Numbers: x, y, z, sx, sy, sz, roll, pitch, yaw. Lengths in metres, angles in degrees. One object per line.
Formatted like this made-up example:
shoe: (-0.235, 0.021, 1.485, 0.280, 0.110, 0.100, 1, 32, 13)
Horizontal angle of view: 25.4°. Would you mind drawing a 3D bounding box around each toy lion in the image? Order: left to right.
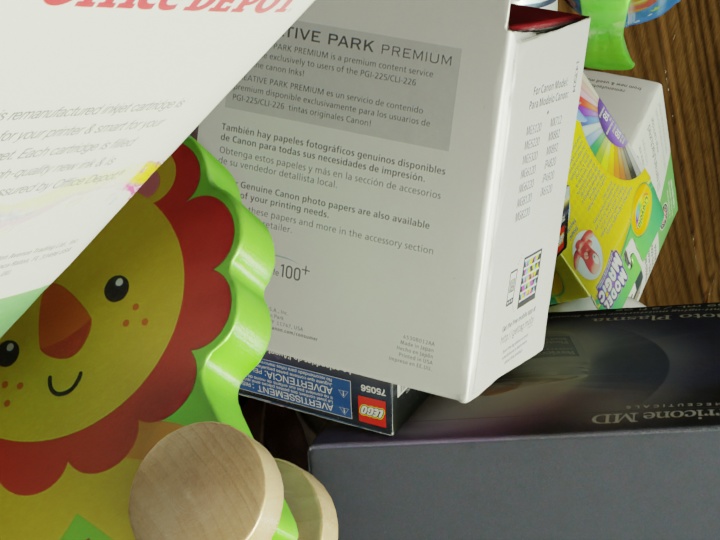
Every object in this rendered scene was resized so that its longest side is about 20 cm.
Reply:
toy lion: (-0.110, 0.050, 0.541, 0.200, 0.192, 0.069, -35, 151, 7)

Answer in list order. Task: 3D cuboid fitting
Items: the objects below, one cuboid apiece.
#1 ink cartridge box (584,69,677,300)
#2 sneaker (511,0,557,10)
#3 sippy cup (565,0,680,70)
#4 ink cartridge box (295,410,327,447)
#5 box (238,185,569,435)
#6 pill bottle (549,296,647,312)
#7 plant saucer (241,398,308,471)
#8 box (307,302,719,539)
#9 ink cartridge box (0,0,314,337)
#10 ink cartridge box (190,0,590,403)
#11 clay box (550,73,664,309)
ink cartridge box: (0.148, -0.018, 1.119, 0.200, 0.084, 0.146, -63, 151, -29)
sneaker: (0.063, -0.149, 0.840, 0.200, 0.073, 0.071, -86, -179, -67)
sippy cup: (0.167, -0.224, 1.022, 0.178, 0.140, 0.130, -48, 162, -4)
ink cartridge box: (-0.006, 0.130, 0.837, 0.200, 0.050, 0.163, -74, 157, -46)
box: (0.000, 0.000, 0.758, 0.200, 0.136, 0.040, -40, 136, -51)
pill bottle: (0.118, 0.107, 1.023, 0.111, 0.111, 0.200, -51, 178, -42)
plant saucer: (-0.037, 0.152, 0.799, 0.200, 0.032, 0.201, -10, 90, -81)
box: (0.098, 0.098, 0.746, 0.198, 0.199, 0.124, -52, 136, -72)
ink cartridge box: (-0.116, -0.053, 0.432, 0.200, 0.088, 0.145, -41, 168, 26)
ink cartridge box: (-0.024, -0.065, 0.598, 0.084, 0.199, 0.176, -24, 124, -61)
clay box: (0.102, -0.070, 0.939, 0.200, 0.047, 0.115, 54, 47, -23)
